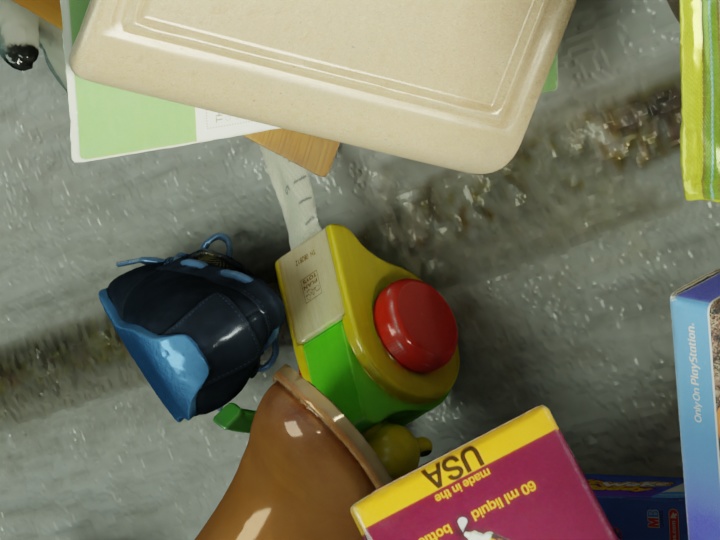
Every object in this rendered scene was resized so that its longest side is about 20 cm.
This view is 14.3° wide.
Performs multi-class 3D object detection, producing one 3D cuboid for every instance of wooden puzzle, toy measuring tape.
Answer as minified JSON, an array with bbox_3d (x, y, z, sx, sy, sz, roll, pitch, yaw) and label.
[{"bbox_3d":[0.005,-0.141,1.059,0.200,0.185,0.037,-67,27,22],"label":"wooden puzzle"},{"bbox_3d":[0.000,0.000,1.255,0.074,0.073,0.201,-42,54,48],"label":"toy measuring tape"}]

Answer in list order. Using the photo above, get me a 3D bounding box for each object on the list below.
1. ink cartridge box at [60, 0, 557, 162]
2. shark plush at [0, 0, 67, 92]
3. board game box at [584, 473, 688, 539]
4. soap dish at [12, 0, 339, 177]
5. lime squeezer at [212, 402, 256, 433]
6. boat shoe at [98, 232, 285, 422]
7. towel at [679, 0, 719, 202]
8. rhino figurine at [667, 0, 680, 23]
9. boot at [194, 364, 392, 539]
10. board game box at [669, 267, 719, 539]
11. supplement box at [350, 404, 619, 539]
[{"bbox_3d":[-0.022,-0.127,1.100,0.048,0.199,0.146,-128,32,-61],"label":"ink cartridge box"},{"bbox_3d":[-0.165,-0.152,1.347,0.200,0.091,0.083,46,167,14],"label":"shark plush"},{"bbox_3d":[0.089,0.185,1.189,0.134,0.045,0.201,1,97,31],"label":"board game box"},{"bbox_3d":[-0.071,-0.151,1.200,0.200,0.081,0.158,31,110,32],"label":"soap dish"},{"bbox_3d":[-0.013,0.097,1.303,0.038,0.071,0.200,18,152,23],"label":"lime squeezer"},{"bbox_3d":[-0.068,0.030,1.301,0.084,0.069,0.200,58,172,-15],"label":"boat shoe"},{"bbox_3d":[0.204,-0.059,0.972,0.199,0.018,0.086,4,114,24],"label":"towel"},{"bbox_3d":[0.140,-0.165,1.011,0.087,0.060,0.201,11,115,41],"label":"rhino figurine"},{"bbox_3d":[-0.065,0.132,1.188,0.077,0.155,0.200,48,158,18],"label":"boot"},{"bbox_3d":[0.220,0.082,1.013,0.200,0.097,0.160,12,116,44],"label":"board game box"},{"bbox_3d":[0.081,0.161,1.087,0.200,0.085,0.110,62,-178,9],"label":"supplement box"}]
